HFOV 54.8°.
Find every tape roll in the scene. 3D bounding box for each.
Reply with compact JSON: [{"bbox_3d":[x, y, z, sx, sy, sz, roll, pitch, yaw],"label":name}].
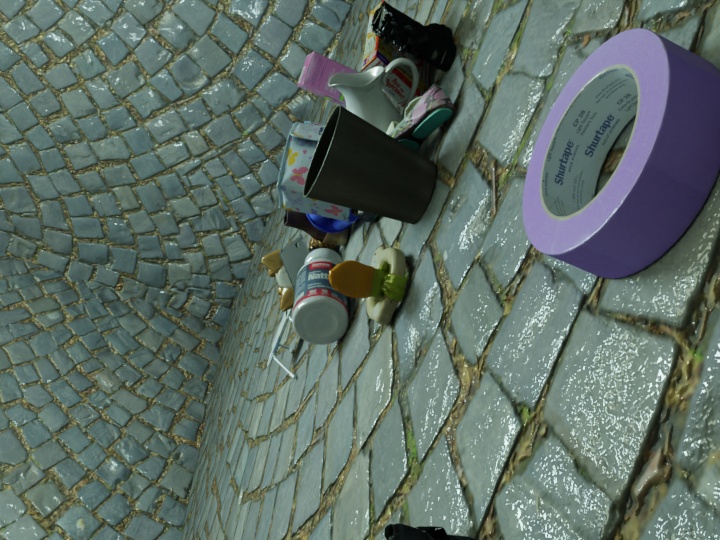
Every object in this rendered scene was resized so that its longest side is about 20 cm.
[{"bbox_3d":[0.224,-0.101,0.612,0.200,0.064,0.205,-161,89,-77],"label":"tape roll"}]

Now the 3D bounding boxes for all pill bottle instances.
[{"bbox_3d":[-0.082,0.047,1.479,0.202,0.117,0.121,-92,25,-53],"label":"pill bottle"}]

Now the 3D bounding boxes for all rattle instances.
[{"bbox_3d":[0.000,0.000,1.205,0.202,0.138,0.133,-106,19,-56],"label":"rattle"}]

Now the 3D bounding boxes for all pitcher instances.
[{"bbox_3d":[0.045,-0.289,1.323,0.122,0.167,0.204,-89,-18,-58],"label":"pitcher"}]

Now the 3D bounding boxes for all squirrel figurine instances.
[{"bbox_3d":[-0.135,-0.006,1.766,0.197,0.144,0.186,-32,-5,9],"label":"squirrel figurine"}]

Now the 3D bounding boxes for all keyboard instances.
[{"bbox_3d":[-0.114,0.015,1.643,0.103,0.039,0.204,-30,70,15],"label":"keyboard"}]

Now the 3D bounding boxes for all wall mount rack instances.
[{"bbox_3d":[-0.178,0.178,1.792,0.174,0.073,0.205,-108,39,-73],"label":"wall mount rack"}]

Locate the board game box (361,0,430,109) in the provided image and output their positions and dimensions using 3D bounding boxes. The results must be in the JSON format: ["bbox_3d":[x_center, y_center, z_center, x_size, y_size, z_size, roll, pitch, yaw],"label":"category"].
[{"bbox_3d":[0.076,-0.428,1.402,0.046,0.150,0.204,-30,38,36],"label":"board game box"}]

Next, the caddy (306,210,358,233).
[{"bbox_3d":[-0.054,-0.191,1.635,0.105,0.138,0.205,-14,58,67],"label":"caddy"}]

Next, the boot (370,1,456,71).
[{"bbox_3d":[0.097,-0.462,1.349,0.074,0.159,0.200,-60,18,27],"label":"boot"}]

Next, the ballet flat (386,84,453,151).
[{"bbox_3d":[0.088,-0.254,1.246,0.199,0.068,0.073,-42,54,37],"label":"ballet flat"}]

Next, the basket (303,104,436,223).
[{"bbox_3d":[0.021,-0.169,1.194,0.181,0.195,0.139,124,159,-47],"label":"basket"}]

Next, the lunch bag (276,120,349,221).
[{"bbox_3d":[-0.084,-0.231,1.507,0.128,0.164,0.205,98,-176,-64],"label":"lunch bag"}]

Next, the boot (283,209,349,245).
[{"bbox_3d":[-0.102,-0.157,1.714,0.203,0.162,0.073,-85,21,-44],"label":"boot"}]

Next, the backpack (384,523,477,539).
[{"bbox_3d":[0.069,0.283,0.552,0.200,0.162,0.130,161,122,-80],"label":"backpack"}]

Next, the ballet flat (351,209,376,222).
[{"bbox_3d":[0.028,-0.151,1.412,0.200,0.071,0.075,143,143,-66],"label":"ballet flat"}]

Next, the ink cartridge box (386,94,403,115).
[{"bbox_3d":[0.054,-0.346,1.496,0.200,0.066,0.119,-167,74,-76],"label":"ink cartridge box"}]

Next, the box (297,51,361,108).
[{"bbox_3d":[-0.075,-0.552,2.045,0.176,0.195,0.099,-131,61,-73],"label":"box"}]
